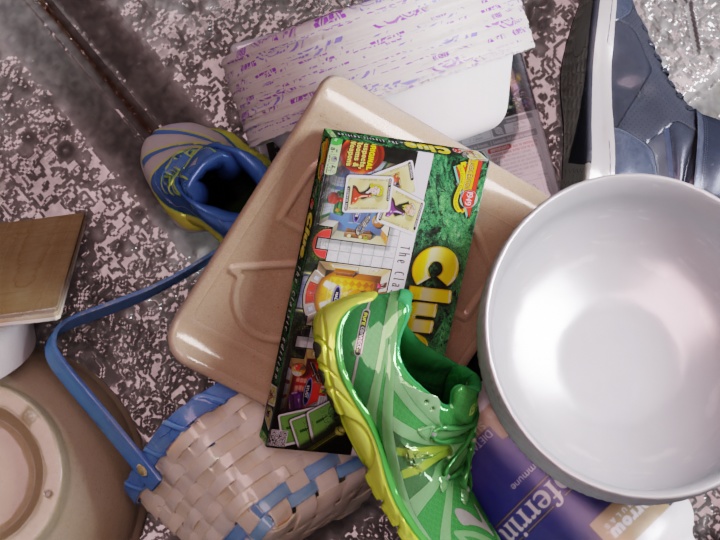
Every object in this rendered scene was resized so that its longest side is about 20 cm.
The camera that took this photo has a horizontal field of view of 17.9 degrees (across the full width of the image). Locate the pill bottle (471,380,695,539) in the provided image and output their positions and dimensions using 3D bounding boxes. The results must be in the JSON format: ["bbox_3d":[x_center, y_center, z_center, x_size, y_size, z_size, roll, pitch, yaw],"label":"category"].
[{"bbox_3d":[0.139,0.154,1.451,0.116,0.116,0.200,-43,81,-6],"label":"pill bottle"}]

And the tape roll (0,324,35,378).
[{"bbox_3d":[-0.314,0.046,1.493,0.201,0.203,0.037,-7,109,0],"label":"tape roll"}]

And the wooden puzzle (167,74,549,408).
[{"bbox_3d":[0.000,0.000,1.425,0.185,0.046,0.201,28,99,-23],"label":"wooden puzzle"}]

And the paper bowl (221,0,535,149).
[{"bbox_3d":[0.017,-0.123,1.488,0.200,0.201,0.105,-19,93,-2],"label":"paper bowl"}]

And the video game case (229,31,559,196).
[{"bbox_3d":[0.026,-0.096,1.596,0.199,0.023,0.183,-15,81,0],"label":"video game case"}]

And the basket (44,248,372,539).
[{"bbox_3d":[-0.090,0.089,1.491,0.176,0.139,0.201,-25,76,-36],"label":"basket"}]

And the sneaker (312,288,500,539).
[{"bbox_3d":[0.042,0.101,1.369,0.083,0.074,0.201,-24,109,12],"label":"sneaker"}]

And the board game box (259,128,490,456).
[{"bbox_3d":[0.008,0.018,1.396,0.104,0.023,0.201,6,107,-20],"label":"board game box"}]

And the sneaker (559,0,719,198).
[{"bbox_3d":[0.214,-0.113,1.567,0.145,0.077,0.203,9,62,-9],"label":"sneaker"}]

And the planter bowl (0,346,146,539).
[{"bbox_3d":[-0.246,0.140,1.505,0.199,0.135,0.202,0,81,2],"label":"planter bowl"}]

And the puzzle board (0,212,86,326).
[{"bbox_3d":[-0.263,0.007,1.506,0.150,0.200,0.018,-7,108,1],"label":"puzzle board"}]

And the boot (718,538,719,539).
[{"bbox_3d":[0.263,0.144,1.532,0.187,0.068,0.201,2,76,11],"label":"boot"}]

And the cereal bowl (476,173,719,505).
[{"bbox_3d":[0.163,0.048,1.387,0.199,0.083,0.201,2,73,-8],"label":"cereal bowl"}]

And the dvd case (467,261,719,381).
[{"bbox_3d":[0.146,0.069,1.501,0.150,0.025,0.200,43,123,11],"label":"dvd case"}]

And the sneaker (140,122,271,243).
[{"bbox_3d":[-0.094,-0.065,1.516,0.076,0.105,0.200,-47,50,-10],"label":"sneaker"}]
